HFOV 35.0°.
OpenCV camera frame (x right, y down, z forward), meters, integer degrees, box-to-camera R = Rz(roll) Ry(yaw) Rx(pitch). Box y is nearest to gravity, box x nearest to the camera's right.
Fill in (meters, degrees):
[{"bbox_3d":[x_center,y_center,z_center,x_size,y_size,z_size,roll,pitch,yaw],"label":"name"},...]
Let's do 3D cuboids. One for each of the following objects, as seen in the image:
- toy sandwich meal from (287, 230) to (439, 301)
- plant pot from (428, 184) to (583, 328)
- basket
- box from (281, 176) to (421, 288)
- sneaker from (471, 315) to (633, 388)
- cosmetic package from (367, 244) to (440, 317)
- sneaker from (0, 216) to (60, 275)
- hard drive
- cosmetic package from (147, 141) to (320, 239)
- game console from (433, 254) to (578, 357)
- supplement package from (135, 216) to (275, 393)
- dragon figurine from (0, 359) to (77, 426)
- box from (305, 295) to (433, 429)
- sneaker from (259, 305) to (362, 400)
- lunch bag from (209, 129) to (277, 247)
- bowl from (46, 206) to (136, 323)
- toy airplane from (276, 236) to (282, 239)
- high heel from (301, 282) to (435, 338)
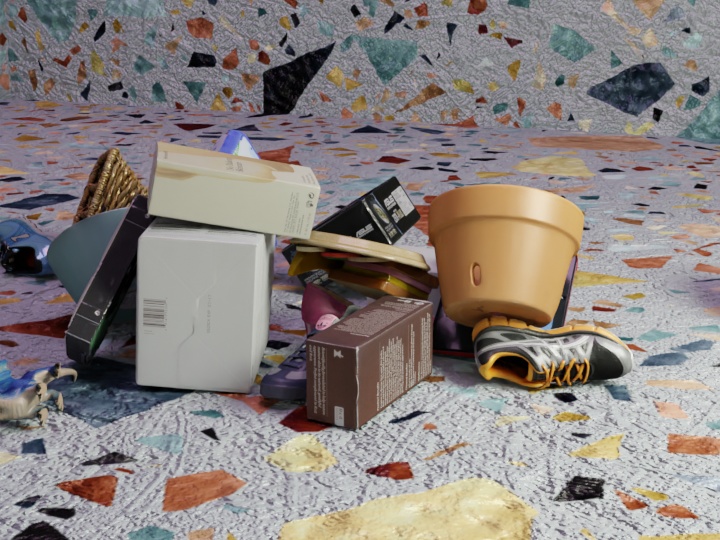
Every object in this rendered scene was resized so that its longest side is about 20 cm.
[{"bbox_3d":[0.000,0.000,1.475,0.205,0.070,0.205,12,-2,0],"label":"toy sandwich meal"},{"bbox_3d":[0.180,-0.007,1.452,0.200,0.140,0.200,6,-18,2],"label":"plant pot"},{"bbox_3d":[-0.427,-0.100,1.884,0.143,0.149,0.200,-39,14,-14],"label":"basket"},{"bbox_3d":[-0.011,-0.059,1.825,0.164,0.086,0.200,-31,5,23],"label":"box"},{"bbox_3d":[0.234,0.113,1.405,0.200,0.078,0.077,5,39,9],"label":"sneaker"},{"bbox_3d":[0.120,0.022,1.684,0.200,0.081,0.113,9,20,24],"label":"cosmetic package"},{"bbox_3d":[-0.567,-0.036,1.891,0.200,0.078,0.090,11,23,35],"label":"sneaker"},{"bbox_3d":[-0.315,0.014,1.445,0.038,0.200,0.140,24,-20,-5],"label":"hard drive"},{"bbox_3d":[-0.158,-0.099,1.402,0.200,0.071,0.105,9,17,-14],"label":"cosmetic package"},{"bbox_3d":[0.195,0.037,1.542,0.177,0.031,0.200,6,51,17],"label":"game console"},{"bbox_3d":[-0.193,0.027,1.449,0.147,0.191,0.200,5,16,1],"label":"supplement package"},{"bbox_3d":[-0.397,0.138,1.308,0.099,0.059,0.200,2,17,6],"label":"dragon figurine"},{"bbox_3d":[0.014,0.105,1.360,0.075,0.100,0.200,8,17,26],"label":"box"},{"bbox_3d":[-0.057,0.099,1.408,0.070,0.082,0.200,10,19,29],"label":"sneaker"},{"bbox_3d":[-0.192,-0.079,1.623,0.124,0.200,0.170,4,34,4],"label":"lunch bag"},{"bbox_3d":[-0.331,0.005,1.610,0.201,0.105,0.201,-16,-22,-7],"label":"bowl"},{"bbox_3d":[-0.220,-0.051,1.821,0.199,0.141,0.200,4,24,30],"label":"toy airplane"},{"bbox_3d":[0.017,0.054,1.540,0.200,0.096,0.067,-4,16,-14],"label":"high heel"}]
